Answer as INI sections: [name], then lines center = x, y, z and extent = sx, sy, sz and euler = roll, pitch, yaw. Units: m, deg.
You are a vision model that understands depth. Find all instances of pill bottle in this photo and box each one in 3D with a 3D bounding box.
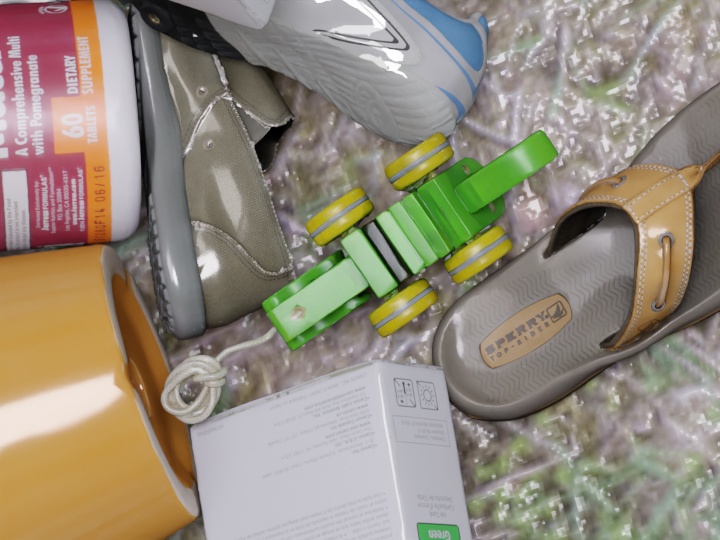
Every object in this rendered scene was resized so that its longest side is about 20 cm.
[pill bottle]
center = -0.200, -0.060, 1.207
extent = 0.199, 0.110, 0.110
euler = -5, 76, -8

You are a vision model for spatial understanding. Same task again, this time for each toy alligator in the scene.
[toy alligator]
center = 0.000, 0.000, 1.172
extent = 0.200, 0.054, 0.059
euler = -35, 89, 8

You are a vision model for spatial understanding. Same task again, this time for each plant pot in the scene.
[plant pot]
center = -0.173, 0.078, 1.179
extent = 0.182, 0.200, 0.201
euler = -19, 72, 5

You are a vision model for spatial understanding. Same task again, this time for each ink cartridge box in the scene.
[ink cartridge box]
center = -0.004, 0.148, 1.141
extent = 0.109, 0.050, 0.201
euler = -21, 72, 35

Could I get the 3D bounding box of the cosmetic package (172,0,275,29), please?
[cosmetic package]
center = -0.104, -0.231, 1.071
extent = 0.198, 0.123, 0.201
euler = 18, 82, 17

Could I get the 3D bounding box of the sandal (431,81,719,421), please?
[sandal]
center = 0.105, -0.009, 1.129
extent = 0.199, 0.055, 0.082
euler = -34, 67, 17

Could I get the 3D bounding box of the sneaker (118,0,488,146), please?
[sneaker]
center = -0.036, -0.125, 1.175
extent = 0.199, 0.072, 0.073
euler = 30, 55, -8

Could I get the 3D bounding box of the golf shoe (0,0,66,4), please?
[golf shoe]
center = -0.217, -0.079, 1.285
extent = 0.088, 0.077, 0.201
euler = 32, 100, 12

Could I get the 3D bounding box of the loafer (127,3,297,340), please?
[loafer]
center = -0.066, -0.067, 1.222
extent = 0.069, 0.075, 0.201
euler = -5, 74, -8
